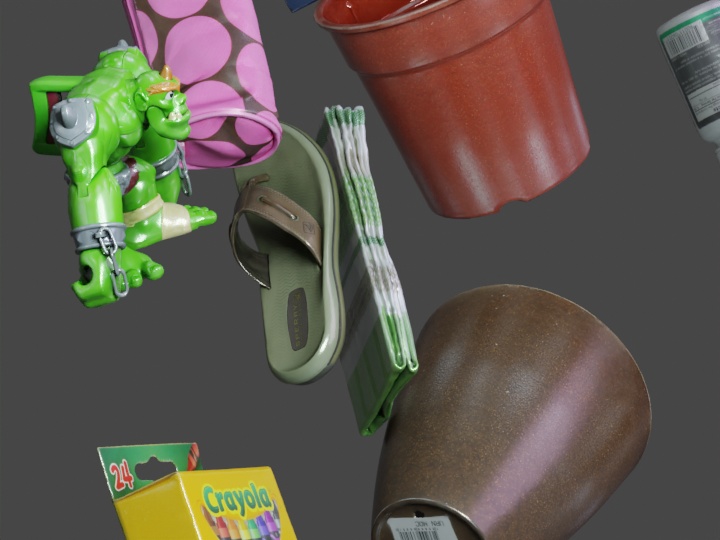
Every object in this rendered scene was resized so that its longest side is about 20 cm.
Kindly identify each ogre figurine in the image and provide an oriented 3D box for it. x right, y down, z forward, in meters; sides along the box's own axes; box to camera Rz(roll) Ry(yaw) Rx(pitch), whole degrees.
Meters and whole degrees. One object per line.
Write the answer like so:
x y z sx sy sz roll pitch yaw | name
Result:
-0.148 -0.063 1.547 0.200 0.097 0.121 -40 123 -53 | ogre figurine

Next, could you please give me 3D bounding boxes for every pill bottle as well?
0.450 -0.227 3.136 0.201 0.113 0.113 67 21 3 | pill bottle

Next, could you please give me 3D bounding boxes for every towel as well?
0.000 0.000 1.800 0.149 0.030 0.201 114 -36 -67 | towel

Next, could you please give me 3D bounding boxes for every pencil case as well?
-0.118 -0.167 1.738 0.091 0.093 0.201 122 -45 -60 | pencil case

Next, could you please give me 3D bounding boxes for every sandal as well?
-0.055 -0.020 1.745 0.057 0.080 0.202 21 47 -43 | sandal

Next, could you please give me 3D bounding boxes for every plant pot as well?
0.086 0.141 1.800 0.188 0.186 0.200 59 37 -16 | plant pot
0.089 -0.162 2.107 0.201 0.199 0.196 -71 141 -62 | plant pot

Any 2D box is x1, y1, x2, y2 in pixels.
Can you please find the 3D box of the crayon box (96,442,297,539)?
-0.076 0.188 1.495 0.127 0.051 0.201 4 63 -66 | crayon box

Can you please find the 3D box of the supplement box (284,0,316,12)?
-0.028 -0.349 2.081 0.201 0.134 0.200 60 21 -13 | supplement box
